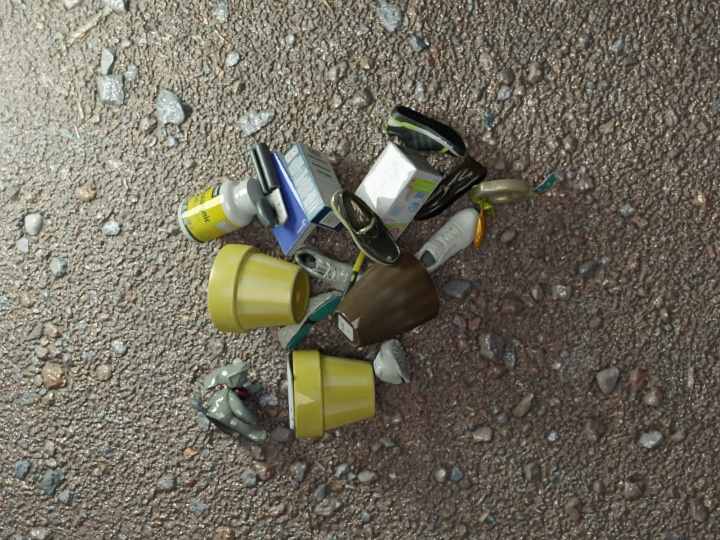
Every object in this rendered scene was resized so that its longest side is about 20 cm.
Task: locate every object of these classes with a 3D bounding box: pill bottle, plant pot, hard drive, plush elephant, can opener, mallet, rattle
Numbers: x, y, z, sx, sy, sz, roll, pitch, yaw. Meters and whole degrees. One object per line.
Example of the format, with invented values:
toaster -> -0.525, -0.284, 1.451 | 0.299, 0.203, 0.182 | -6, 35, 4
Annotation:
pill bottle -> -0.321, -0.145, 1.652 | 0.198, 0.111, 0.113 | -19, 94, 23
plant pot -> -0.064, 0.285, 1.651 | 0.186, 0.201, 0.204 | -2, 97, -5
hard drive -> -0.179, -0.154, 1.629 | 0.132, 0.025, 0.202 | -47, 64, 38
plush elephant -> -0.311, 0.303, 1.717 | 0.200, 0.164, 0.156 | 42, 62, -30
can opener -> -0.218, -0.193, 1.596 | 0.053, 0.066, 0.203 | -29, 75, 42
plant pot -> -0.225, 0.049, 1.618 | 0.186, 0.201, 0.204 | 6, 98, 15
plant pot -> 0.043, 0.079, 1.561 | 0.199, 0.187, 0.188 | -33, 91, -24
mallet -> 0.000, 0.000, 1.629 | 0.065, 0.041, 0.203 | 14, 65, 0
rattle -> 0.348, -0.136, 1.555 | 0.197, 0.131, 0.145 | 1, 64, -14

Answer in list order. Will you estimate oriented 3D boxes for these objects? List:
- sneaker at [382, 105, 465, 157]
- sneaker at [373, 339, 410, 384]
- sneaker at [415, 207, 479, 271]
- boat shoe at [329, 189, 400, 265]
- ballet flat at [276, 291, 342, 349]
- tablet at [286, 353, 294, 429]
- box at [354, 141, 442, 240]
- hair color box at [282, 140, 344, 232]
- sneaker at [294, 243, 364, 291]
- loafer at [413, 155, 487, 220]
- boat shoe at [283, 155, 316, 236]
sneaker -> 0.146, -0.303, 1.612 | 0.198, 0.072, 0.083 | 30, 127, 4
sneaker -> 0.065, 0.217, 1.619 | 0.079, 0.201, 0.077 | -4, 61, 12
sneaker -> 0.198, -0.060, 1.605 | 0.075, 0.100, 0.200 | 44, 100, 4
boat shoe -> 0.013, -0.088, 1.489 | 0.200, 0.065, 0.073 | 44, 82, -9
ballet flat -> -0.131, 0.107, 1.697 | 0.200, 0.072, 0.072 | -44, 89, 11
tablet -> -0.165, 0.280, 1.656 | 0.013, 0.200, 0.132 | -3, 97, -6
box -> 0.070, -0.169, 1.572 | 0.102, 0.112, 0.201 | 50, 116, 29
hair color box -> -0.096, -0.190, 1.586 | 0.060, 0.099, 0.202 | -40, 55, 26
sneaker -> -0.073, 0.004, 1.662 | 0.198, 0.087, 0.075 | 23, 98, 4
loafer -> 0.194, -0.189, 1.611 | 0.199, 0.073, 0.072 | -36, 81, 7
boat shoe -> -0.153, -0.172, 1.670 | 0.061, 0.072, 0.203 | -9, 87, -33
